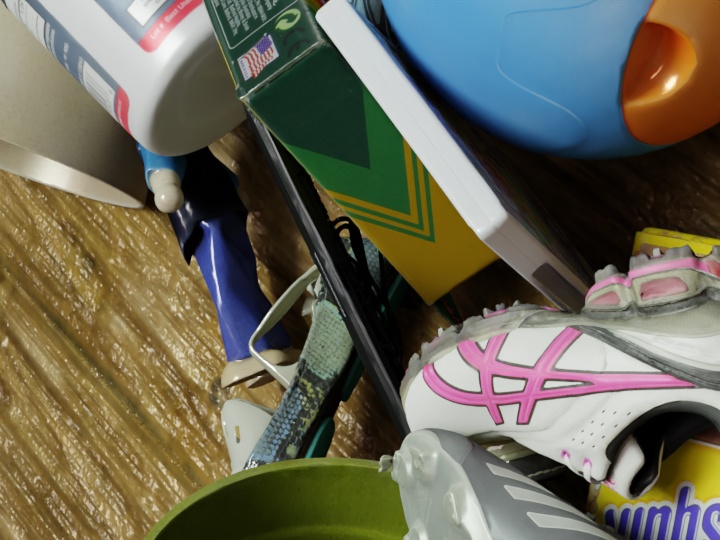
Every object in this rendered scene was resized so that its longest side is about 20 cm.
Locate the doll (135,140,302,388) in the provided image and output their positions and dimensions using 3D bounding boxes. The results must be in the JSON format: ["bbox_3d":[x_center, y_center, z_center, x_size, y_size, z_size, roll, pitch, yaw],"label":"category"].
[{"bbox_3d":[-0.091,-0.032,1.045,0.048,0.136,0.200,-25,80,13],"label":"doll"}]

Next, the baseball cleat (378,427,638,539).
[{"bbox_3d":[0.090,0.128,0.755,0.200,0.106,0.070,49,137,51],"label":"baseball cleat"}]

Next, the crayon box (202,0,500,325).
[{"bbox_3d":[0.003,-0.070,0.906,0.051,0.200,0.127,-35,40,10],"label":"crayon box"}]

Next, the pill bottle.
[{"bbox_3d":[-0.137,-0.170,0.998,0.200,0.120,0.120,45,118,17],"label":"pill bottle"}]

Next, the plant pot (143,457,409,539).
[{"bbox_3d":[-0.013,0.224,0.833,0.200,0.200,0.193,41,136,39],"label":"plant pot"}]

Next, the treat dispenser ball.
[{"bbox_3d":[0.106,-0.150,0.806,0.201,0.201,0.201,-5,83,44],"label":"treat dispenser ball"}]

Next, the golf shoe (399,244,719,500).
[{"bbox_3d":[0.091,0.056,0.778,0.200,0.072,0.092,-23,67,46],"label":"golf shoe"}]

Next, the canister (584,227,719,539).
[{"bbox_3d":[0.170,0.089,0.802,0.148,0.086,0.201,12,93,46],"label":"canister"}]

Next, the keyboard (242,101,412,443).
[{"bbox_3d":[0.000,0.000,0.904,0.040,0.104,0.200,-25,89,-3],"label":"keyboard"}]

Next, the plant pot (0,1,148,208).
[{"bbox_3d":[-0.191,-0.164,1.136,0.187,0.187,0.200,13,81,44],"label":"plant pot"}]

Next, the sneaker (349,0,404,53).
[{"bbox_3d":[0.018,-0.143,0.993,0.200,0.079,0.096,31,120,50],"label":"sneaker"}]

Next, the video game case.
[{"bbox_3d":[0.062,-0.037,0.843,0.018,0.200,0.143,-40,59,9],"label":"video game case"}]

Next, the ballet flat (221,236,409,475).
[{"bbox_3d":[-0.037,0.069,0.977,0.074,0.074,0.200,2,58,45],"label":"ballet flat"}]

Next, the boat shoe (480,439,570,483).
[{"bbox_3d":[0.046,0.132,0.937,0.201,0.072,0.066,-31,78,42],"label":"boat shoe"}]
